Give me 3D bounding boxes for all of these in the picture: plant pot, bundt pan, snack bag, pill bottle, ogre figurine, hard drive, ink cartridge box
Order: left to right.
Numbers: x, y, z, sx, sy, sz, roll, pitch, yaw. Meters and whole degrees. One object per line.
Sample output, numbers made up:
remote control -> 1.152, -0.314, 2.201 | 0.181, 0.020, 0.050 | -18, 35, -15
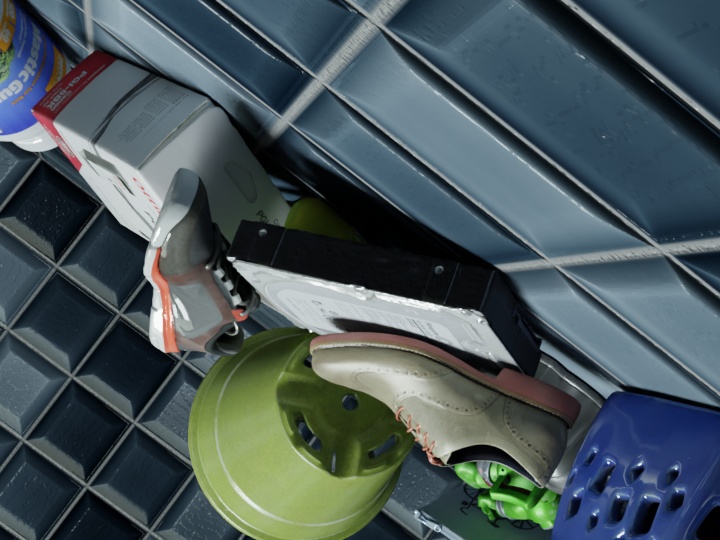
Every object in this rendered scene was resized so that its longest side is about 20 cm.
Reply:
pill bottle -> -0.331, -0.185, 1.300 | 0.112, 0.112, 0.200 | 33, 173, 24
ink cartridge box -> -0.162, -0.084, 1.172 | 0.200, 0.083, 0.147 | 28, 158, 50
plant pot -> -0.032, 0.126, 1.204 | 0.200, 0.200, 0.190 | 37, 160, -4
hard drive -> 0.019, 0.024, 1.024 | 0.200, 0.038, 0.140 | 11, 161, 25
ogre figurine -> 0.149, 0.188, 1.423 | 0.120, 0.098, 0.200 | 23, 122, 42
bundt pan -> 0.127, 0.114, 1.181 | 0.202, 0.076, 0.202 | 36, 174, 5
snack bag -> 0.188, 0.267, 1.522 | 0.189, 0.200, 0.021 | 30, 131, 39
plant pot -> 0.221, 0.210, 0.924 | 0.200, 0.180, 0.200 | 39, 173, -10

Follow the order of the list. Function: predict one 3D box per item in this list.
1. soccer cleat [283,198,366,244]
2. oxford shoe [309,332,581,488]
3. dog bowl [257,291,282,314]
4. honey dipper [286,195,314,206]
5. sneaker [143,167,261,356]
soccer cleat -> 0.000, -0.001, 1.142 | 0.084, 0.065, 0.200 | 15, 163, 29
oxford shoe -> 0.051, 0.097, 1.019 | 0.200, 0.075, 0.070 | 15, 163, 16
dog bowl -> -0.038, 0.019, 1.336 | 0.200, 0.059, 0.200 | 29, 171, 5
honey dipper -> -0.077, -0.054, 1.236 | 0.038, 0.038, 0.200 | 40, 170, -22
sneaker -> -0.110, -0.002, 1.058 | 0.082, 0.077, 0.200 | 15, 148, 4
